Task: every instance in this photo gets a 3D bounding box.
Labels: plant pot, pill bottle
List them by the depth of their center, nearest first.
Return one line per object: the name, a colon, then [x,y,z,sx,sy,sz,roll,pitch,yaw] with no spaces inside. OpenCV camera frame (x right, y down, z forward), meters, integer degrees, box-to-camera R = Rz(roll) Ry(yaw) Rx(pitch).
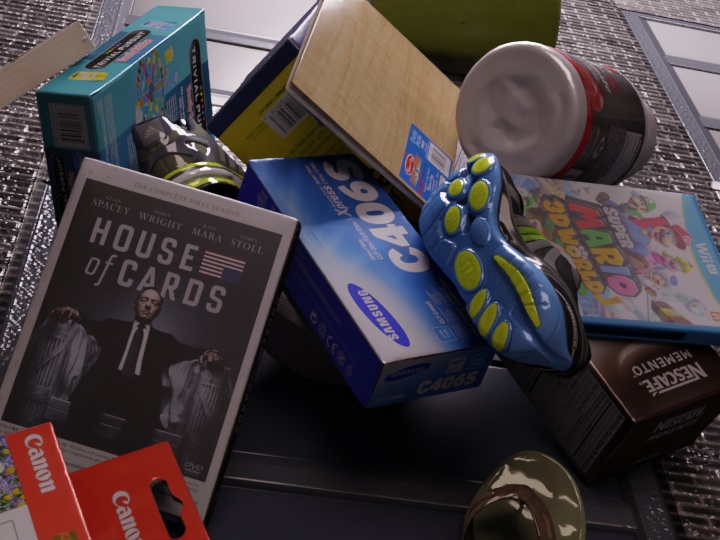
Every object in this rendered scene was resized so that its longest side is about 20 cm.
pill bottle: [0.171,-0.120,1.061,0.110,0.111,0.199,35,18,29]
plant pot: [0.101,-0.313,1.437,0.198,0.188,0.188,-9,37,-8]

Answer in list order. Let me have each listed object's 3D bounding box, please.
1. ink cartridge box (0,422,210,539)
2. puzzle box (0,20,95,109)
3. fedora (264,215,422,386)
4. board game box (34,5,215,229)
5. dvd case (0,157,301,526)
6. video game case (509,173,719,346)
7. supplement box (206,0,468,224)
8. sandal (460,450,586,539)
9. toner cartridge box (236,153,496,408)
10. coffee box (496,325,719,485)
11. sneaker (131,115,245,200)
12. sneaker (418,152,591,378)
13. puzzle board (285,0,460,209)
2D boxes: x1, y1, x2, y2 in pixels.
ink cartridge box: [-0.187,0.143,0.701,0.198,0.051,0.109,-16,42,-18]
puzzle box: [-0.300,-0.120,0.968,0.200,0.026,0.133,-38,18,-19]
fedora: [-0.014,0.023,0.941,0.199,0.091,0.177,29,36,9]
board game box: [-0.177,-0.104,1.011,0.047,0.152,0.200,7,30,16]
dvd case: [-0.137,0.042,0.810,0.149,0.025,0.202,16,78,4]
video game case: [0.174,-0.011,0.935,0.198,0.018,0.144,5,46,-16]
supplement box: [-0.006,-0.101,1.037,0.200,0.109,0.109,43,30,-10]
sandal: [0.091,0.174,0.789,0.079,0.058,0.201,25,34,16]
toner cartridge box: [0.000,0.000,0.863,0.094,0.043,0.200,-8,46,-33]
coffee box: [0.168,0.044,0.952,0.112,0.080,0.201,-13,55,-33]
sneaker: [-0.122,-0.075,0.989,0.081,0.074,0.200,60,2,6]
sneaker: [0.096,-0.003,0.847,0.083,0.071,0.200,38,21,-38]
puzzle board: [0.016,-0.134,0.977,0.151,0.017,0.201,41,32,-18]
